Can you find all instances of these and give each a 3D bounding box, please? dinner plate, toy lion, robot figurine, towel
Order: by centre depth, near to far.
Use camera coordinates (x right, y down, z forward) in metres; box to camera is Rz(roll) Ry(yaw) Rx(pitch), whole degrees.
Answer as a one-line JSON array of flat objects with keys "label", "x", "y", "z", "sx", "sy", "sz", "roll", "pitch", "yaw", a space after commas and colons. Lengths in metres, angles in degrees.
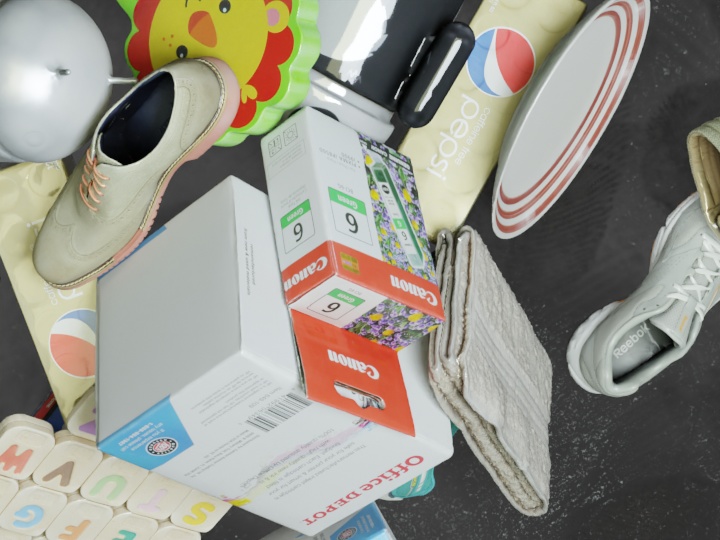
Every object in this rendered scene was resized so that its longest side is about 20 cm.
[{"label": "robot figurine", "x": -0.249, "y": -0.130, "z": 1.267, "sx": 0.199, "sy": 0.169, "sz": 0.114, "roll": 3, "pitch": 105, "yaw": 31}, {"label": "toy lion", "x": -0.093, "y": -0.194, "z": 1.270, "sx": 0.192, "sy": 0.069, "sz": 0.200, "roll": 48, "pitch": 111, "yaw": 20}, {"label": "robot figurine", "x": -0.003, "y": -0.176, "z": 1.314, "sx": 0.124, "sy": 0.150, "sz": 0.201, "roll": 26, "pitch": 97, "yaw": -24}, {"label": "dinner plate", "x": 0.143, "y": -0.114, "z": 1.326, "sx": 0.024, "sy": 0.200, "sz": 0.201, "roll": 31, "pitch": 96, "yaw": 19}, {"label": "towel", "x": 0.098, "y": 0.072, "z": 1.337, "sx": 0.034, "sy": 0.133, "sz": 0.200, "roll": -9, "pitch": 143, "yaw": 22}]

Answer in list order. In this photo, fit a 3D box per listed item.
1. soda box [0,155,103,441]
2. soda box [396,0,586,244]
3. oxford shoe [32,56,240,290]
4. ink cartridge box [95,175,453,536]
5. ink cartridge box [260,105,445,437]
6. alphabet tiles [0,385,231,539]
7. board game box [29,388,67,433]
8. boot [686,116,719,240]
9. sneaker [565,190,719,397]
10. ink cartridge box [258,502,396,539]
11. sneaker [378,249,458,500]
[{"label": "soda box", "x": -0.207, "y": 0.016, "z": 1.341, "sx": 0.067, "sy": 0.064, "sz": 0.201, "roll": -20, "pitch": 97, "yaw": 0}, {"label": "soda box", "x": 0.084, "y": -0.118, "z": 1.356, "sx": 0.067, "sy": 0.064, "sz": 0.201, "roll": 30, "pitch": 94, "yaw": 2}, {"label": "oxford shoe", "x": -0.166, "y": -0.067, "z": 1.246, "sx": 0.071, "sy": 0.074, "sz": 0.200, "roll": 46, "pitch": 111, "yaw": 20}, {"label": "ink cartridge box", "x": -0.059, "y": 0.064, "z": 1.284, "sx": 0.146, "sy": 0.147, "sz": 0.199, "roll": -33, "pitch": 136, "yaw": 31}, {"label": "ink cartridge box", "x": 0.000, "y": 0.000, "z": 1.234, "sx": 0.050, "sy": 0.201, "sz": 0.109, "roll": -33, "pitch": 142, "yaw": 31}, {"label": "alphabet tiles", "x": -0.190, "y": 0.163, "z": 1.353, "sx": 0.199, "sy": 0.015, "sz": 0.196, "roll": 22, "pitch": 122, "yaw": -35}, {"label": "board game box", "x": -0.163, "y": 0.086, "z": 1.396, "sx": 0.103, "sy": 0.019, "sz": 0.200, "roll": 37, "pitch": 94, "yaw": -14}, {"label": "boot", "x": 0.333, "y": -0.049, "z": 1.385, "sx": 0.154, "sy": 0.072, "sz": 0.201, "roll": -34, "pitch": 99, "yaw": -29}, {"label": "sneaker", "x": 0.241, "y": 0.021, "z": 1.403, "sx": 0.076, "sy": 0.092, "sz": 0.200, "roll": 38, "pitch": 93, "yaw": -12}, {"label": "ink cartridge box", "x": -0.047, "y": 0.272, "z": 1.391, "sx": 0.199, "sy": 0.129, "sz": 0.126, "roll": -29, "pitch": 103, "yaw": -2}, {"label": "sneaker", "x": 0.051, "y": 0.076, "z": 1.408, "sx": 0.079, "sy": 0.077, "sz": 0.201, "roll": 17, "pitch": 96, "yaw": -38}]
